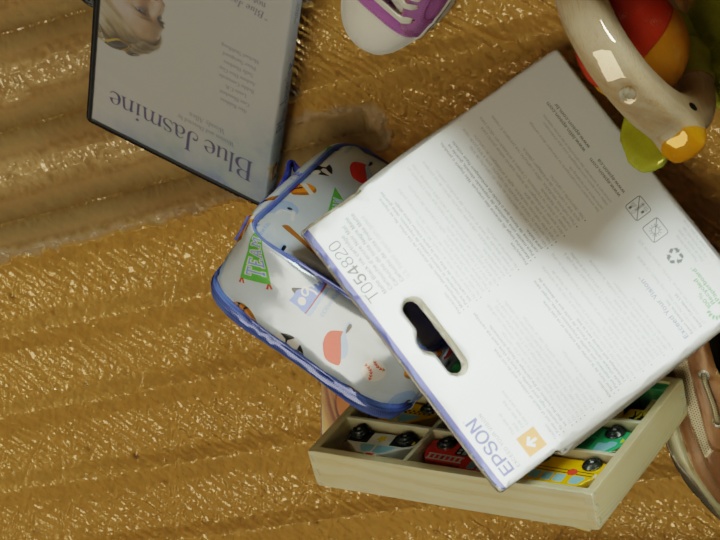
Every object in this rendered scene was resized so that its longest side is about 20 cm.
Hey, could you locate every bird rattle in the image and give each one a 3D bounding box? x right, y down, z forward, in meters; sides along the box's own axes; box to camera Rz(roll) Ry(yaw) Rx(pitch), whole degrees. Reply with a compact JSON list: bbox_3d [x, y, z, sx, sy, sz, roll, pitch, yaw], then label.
[{"bbox_3d":[0.156,-0.146,1.565,0.112,0.163,0.201,-26,115,20],"label":"bird rattle"}]

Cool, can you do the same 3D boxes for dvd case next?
[{"bbox_3d":[-0.109,-0.140,1.783,0.142,0.018,0.201,26,141,13],"label":"dvd case"}]

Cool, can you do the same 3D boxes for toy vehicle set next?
[{"bbox_3d":[0.084,0.099,1.694,0.199,0.124,0.027,6,124,32],"label":"toy vehicle set"}]

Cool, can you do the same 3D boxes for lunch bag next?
[{"bbox_3d":[0.000,0.000,1.721,0.160,0.200,0.076,33,117,6],"label":"lunch bag"}]

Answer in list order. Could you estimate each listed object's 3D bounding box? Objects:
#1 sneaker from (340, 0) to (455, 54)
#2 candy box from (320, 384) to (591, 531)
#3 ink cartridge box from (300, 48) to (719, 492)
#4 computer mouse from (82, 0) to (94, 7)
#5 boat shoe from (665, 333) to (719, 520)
[{"bbox_3d":[0.027,-0.187,1.635,0.072,0.114,0.201,36,132,3],"label":"sneaker"},{"bbox_3d":[0.072,0.087,1.821,0.199,0.055,0.116,15,125,23],"label":"candy box"},{"bbox_3d":[0.097,0.002,1.643,0.200,0.199,0.041,53,165,9],"label":"ink cartridge box"},{"bbox_3d":[-0.106,-0.190,1.763,0.199,0.034,0.059,-8,116,34],"label":"computer mouse"},{"bbox_3d":[0.223,0.073,1.714,0.074,0.076,0.201,-20,109,34],"label":"boat shoe"}]
